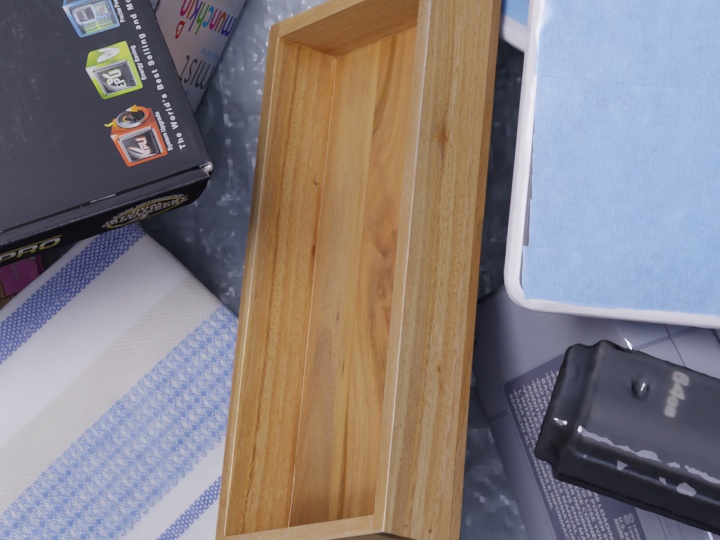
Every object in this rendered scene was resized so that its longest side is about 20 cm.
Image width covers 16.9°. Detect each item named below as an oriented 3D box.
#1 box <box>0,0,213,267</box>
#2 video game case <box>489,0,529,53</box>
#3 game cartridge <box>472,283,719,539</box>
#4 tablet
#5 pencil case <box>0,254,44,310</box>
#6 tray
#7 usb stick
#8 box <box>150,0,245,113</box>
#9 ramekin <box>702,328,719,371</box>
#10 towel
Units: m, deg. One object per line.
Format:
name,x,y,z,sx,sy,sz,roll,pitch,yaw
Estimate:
box,-0.158,-0.094,0.805,0.161,0.049,0.200,-19,83,-14
video game case,0.115,-0.145,0.825,0.200,0.023,0.182,37,98,48
game cartridge,0.100,0.090,0.822,0.041,0.133,0.200,-17,83,-18
tablet,0.149,-0.044,0.744,0.199,0.014,0.130,5,94,2
pencil case,-0.157,0.012,0.913,0.086,0.083,0.201,-12,84,43
tray,0.000,0.000,0.846,0.099,0.037,0.200,-16,64,51
usb stick,0.153,0.071,0.735,0.200,0.056,0.033,19,136,4
box,-0.125,-0.177,0.903,0.200,0.097,0.177,25,95,13
ramekin,0.202,-0.004,0.811,0.200,0.105,0.201,-1,87,14
towel,-0.069,0.089,0.867,0.200,0.024,0.147,45,64,-1
